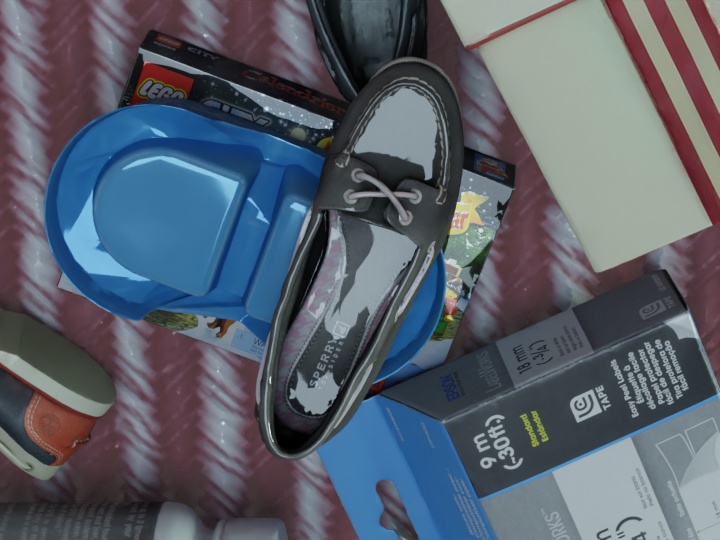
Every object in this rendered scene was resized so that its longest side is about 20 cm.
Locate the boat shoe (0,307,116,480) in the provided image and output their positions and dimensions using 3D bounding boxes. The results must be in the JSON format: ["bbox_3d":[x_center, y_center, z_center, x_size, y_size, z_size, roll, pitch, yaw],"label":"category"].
[{"bbox_3d":[-0.221,0.032,1.356,0.200,0.071,0.063,35,112,-13],"label":"boat shoe"}]

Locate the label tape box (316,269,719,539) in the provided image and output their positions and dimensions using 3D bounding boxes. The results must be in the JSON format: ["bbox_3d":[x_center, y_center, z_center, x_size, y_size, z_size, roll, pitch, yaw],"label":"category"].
[{"bbox_3d":[0.093,0.108,1.331,0.199,0.063,0.145,-24,114,2],"label":"label tape box"}]

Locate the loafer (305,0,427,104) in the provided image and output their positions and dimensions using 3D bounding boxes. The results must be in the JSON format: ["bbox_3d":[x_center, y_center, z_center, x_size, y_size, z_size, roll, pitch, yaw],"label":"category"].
[{"bbox_3d":[-0.001,-0.174,1.255,0.068,0.070,0.201,-6,110,7],"label":"loafer"}]

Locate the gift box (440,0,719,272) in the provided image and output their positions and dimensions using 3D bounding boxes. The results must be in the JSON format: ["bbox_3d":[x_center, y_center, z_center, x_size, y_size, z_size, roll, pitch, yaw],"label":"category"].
[{"bbox_3d":[0.147,-0.145,1.201,0.199,0.185,0.187,-27,115,10],"label":"gift box"}]

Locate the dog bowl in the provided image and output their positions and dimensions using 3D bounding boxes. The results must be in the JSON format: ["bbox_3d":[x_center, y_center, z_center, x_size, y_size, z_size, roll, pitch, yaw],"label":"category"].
[{"bbox_3d":[-0.054,-0.019,1.288,0.199,0.050,0.112,20,111,-3],"label":"dog bowl"}]

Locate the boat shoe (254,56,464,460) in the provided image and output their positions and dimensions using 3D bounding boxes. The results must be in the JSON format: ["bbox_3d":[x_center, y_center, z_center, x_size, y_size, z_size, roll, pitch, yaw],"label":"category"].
[{"bbox_3d":[0.000,0.000,1.234,0.067,0.057,0.201,20,110,-3],"label":"boat shoe"}]

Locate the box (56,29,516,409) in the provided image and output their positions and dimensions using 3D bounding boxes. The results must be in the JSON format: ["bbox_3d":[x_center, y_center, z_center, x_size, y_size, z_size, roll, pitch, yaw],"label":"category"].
[{"bbox_3d":[-0.038,-0.022,1.333,0.199,0.038,0.137,20,111,-3],"label":"box"}]

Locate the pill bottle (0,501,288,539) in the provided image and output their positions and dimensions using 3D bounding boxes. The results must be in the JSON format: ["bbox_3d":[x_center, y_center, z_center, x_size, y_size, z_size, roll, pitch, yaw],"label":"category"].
[{"bbox_3d":[-0.138,0.177,1.376,0.199,0.114,0.114,-1,110,6],"label":"pill bottle"}]
